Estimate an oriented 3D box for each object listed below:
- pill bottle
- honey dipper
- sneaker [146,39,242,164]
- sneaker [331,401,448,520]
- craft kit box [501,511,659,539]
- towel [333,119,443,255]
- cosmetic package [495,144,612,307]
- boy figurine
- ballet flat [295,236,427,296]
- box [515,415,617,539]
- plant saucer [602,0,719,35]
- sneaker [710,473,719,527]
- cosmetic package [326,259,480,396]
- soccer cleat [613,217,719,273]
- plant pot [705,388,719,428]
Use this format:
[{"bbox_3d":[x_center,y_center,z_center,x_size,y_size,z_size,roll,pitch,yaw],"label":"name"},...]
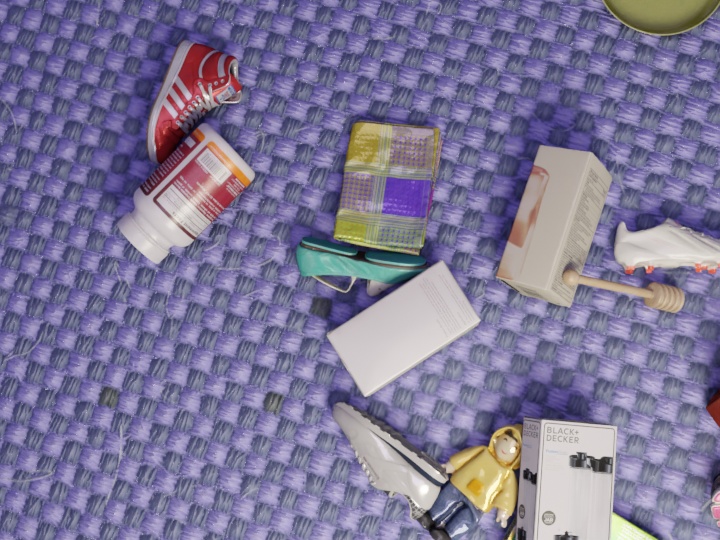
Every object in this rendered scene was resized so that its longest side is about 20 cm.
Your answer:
[{"bbox_3d":[-0.262,-0.111,1.269,0.200,0.113,0.113,-45,82,-2],"label":"pill bottle"},{"bbox_3d":[0.367,0.024,1.192,0.198,0.038,0.039,12,83,-24],"label":"honey dipper"},{"bbox_3d":[-0.250,-0.249,1.306,0.111,0.071,0.203,15,82,10],"label":"sneaker"},{"bbox_3d":[0.027,0.262,1.206,0.199,0.076,0.081,36,95,26],"label":"sneaker"},{"bbox_3d":[0.293,0.415,1.193,0.199,0.049,0.199,31,89,8],"label":"craft kit box"},{"bbox_3d":[0.040,-0.130,1.277,0.142,0.023,0.203,10,74,5],"label":"towel"},{"bbox_3d":[0.276,-0.063,1.212,0.087,0.103,0.202,16,82,37],"label":"cosmetic package"},{"bbox_3d":[0.171,0.301,1.199,0.200,0.064,0.124,-46,58,3],"label":"boy figurine"},{"bbox_3d":[0.000,0.000,1.265,0.197,0.067,0.071,10,108,6],"label":"ballet flat"},{"bbox_3d":[0.274,0.302,1.144,0.115,0.060,0.203,8,82,-12],"label":"box"},{"bbox_3d":[0.452,-0.447,1.292,0.197,0.031,0.203,-1,82,5],"label":"plant saucer"},{"bbox_3d":[0.536,0.356,1.165,0.073,0.088,0.201,-27,103,26],"label":"sneaker"},{"bbox_3d":[0.063,0.085,1.231,0.199,0.085,0.108,-32,81,1],"label":"cosmetic package"},{"bbox_3d":[0.465,-0.038,1.224,0.197,0.069,0.079,-1,80,8],"label":"soccer cleat"},{"bbox_3d":[0.580,0.179,1.133,0.176,0.200,0.200,39,87,21],"label":"plant pot"}]
